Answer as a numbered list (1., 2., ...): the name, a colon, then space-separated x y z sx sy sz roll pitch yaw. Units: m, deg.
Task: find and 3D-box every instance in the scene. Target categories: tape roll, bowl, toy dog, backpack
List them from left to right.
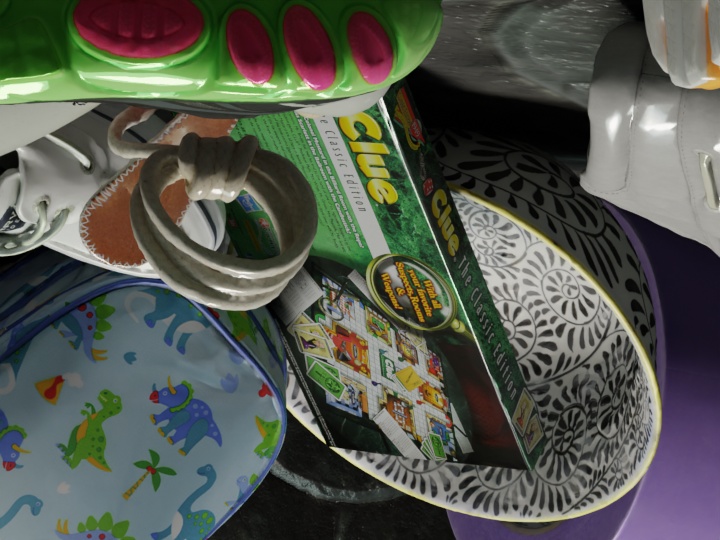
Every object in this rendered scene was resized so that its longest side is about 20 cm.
1. toy dog: -0.096 -0.051 0.707 0.198 0.133 0.096 18 153 -1
2. backpack: -0.120 0.073 0.933 0.163 0.200 0.154 50 157 -11
3. bowl: 0.050 0.006 0.982 0.199 0.094 0.202 19 139 17
4. tape roll: 0.124 0.066 1.132 0.084 0.202 0.200 12 174 -28

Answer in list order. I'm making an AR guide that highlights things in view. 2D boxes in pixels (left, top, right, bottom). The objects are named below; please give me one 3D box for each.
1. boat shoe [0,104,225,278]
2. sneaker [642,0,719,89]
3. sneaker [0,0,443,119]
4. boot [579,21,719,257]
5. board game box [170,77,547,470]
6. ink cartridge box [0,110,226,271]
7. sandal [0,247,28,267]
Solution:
1. boat shoe: -0.131 -0.036 0.803 0.199 0.067 0.073 30 131 -32
2. sneaker: 0.105 -0.072 0.352 0.076 0.079 0.200 -4 -178 -12
3. sneaker: -0.077 -0.071 0.614 0.198 0.077 0.084 10 171 1
4. boot: 0.124 -0.038 0.759 0.095 0.074 0.200 14 168 14
5. board game box: 0.000 0.000 0.915 0.104 0.024 0.201 7 136 34
6. ink cartridge box: -0.139 -0.025 1.014 0.198 0.117 0.067 10 179 -19
7. sandal: -0.141 -0.040 0.877 0.074 0.045 0.200 9 154 -18
